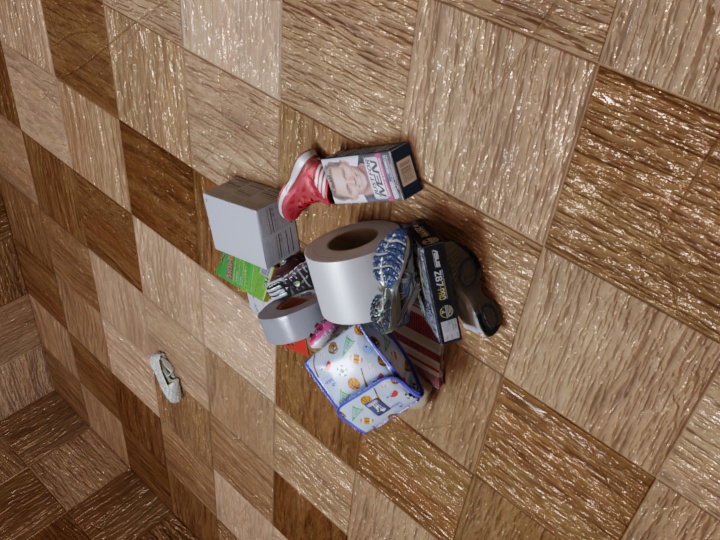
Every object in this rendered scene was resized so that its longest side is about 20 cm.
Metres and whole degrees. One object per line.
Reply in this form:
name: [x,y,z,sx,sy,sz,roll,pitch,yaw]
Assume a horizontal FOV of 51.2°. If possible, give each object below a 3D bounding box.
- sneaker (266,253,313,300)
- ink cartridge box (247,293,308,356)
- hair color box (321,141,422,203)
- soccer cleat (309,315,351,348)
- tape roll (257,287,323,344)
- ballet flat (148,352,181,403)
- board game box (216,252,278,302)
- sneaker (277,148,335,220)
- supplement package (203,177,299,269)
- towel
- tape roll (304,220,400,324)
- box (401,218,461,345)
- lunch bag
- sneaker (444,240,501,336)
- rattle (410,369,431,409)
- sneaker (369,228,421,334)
sneaker: [-0.127,-0.011,1.760,0.199,0.116,0.076,-19,124,18]
ink cartridge box: [-0.220,0.131,1.984,0.162,0.057,0.201,18,123,40]
hair color box: [0.019,-0.188,1.475,0.199,0.060,0.100,3,117,48]
soccer cleat: [-0.032,0.108,1.636,0.086,0.200,0.070,44,145,-9]
tape roll: [-0.134,0.095,1.734,0.200,0.200,0.066,-4,113,49]
ballet flat: [-0.684,0.380,2.668,0.072,0.072,0.201,-17,102,52]
board game box: [-0.296,0.001,1.953,0.199,0.030,0.096,26,102,34]
sneaker: [-0.109,-0.155,1.629,0.116,0.078,0.200,45,143,18]
supplement package: [-0.261,-0.115,1.799,0.199,0.111,0.156,21,130,39]
towel: [0.123,0.149,1.633,0.144,0.023,0.201,26,132,35]
tape roll: [0.000,0.000,1.515,0.202,0.202,0.140,10,123,44]
box: [0.135,0.020,1.435,0.161,0.049,0.201,-122,17,-68]
lunch bag: [0.013,0.215,1.529,0.170,0.124,0.200,-37,86,25]
sneaker: [0.193,0.038,1.437,0.087,0.074,0.201,-6,110,56]
rattle: [0.070,0.306,1.692,0.130,0.143,0.200,28,143,-11]
sneaker: [0.073,0.017,1.411,0.077,0.085,0.201,26,113,44]
